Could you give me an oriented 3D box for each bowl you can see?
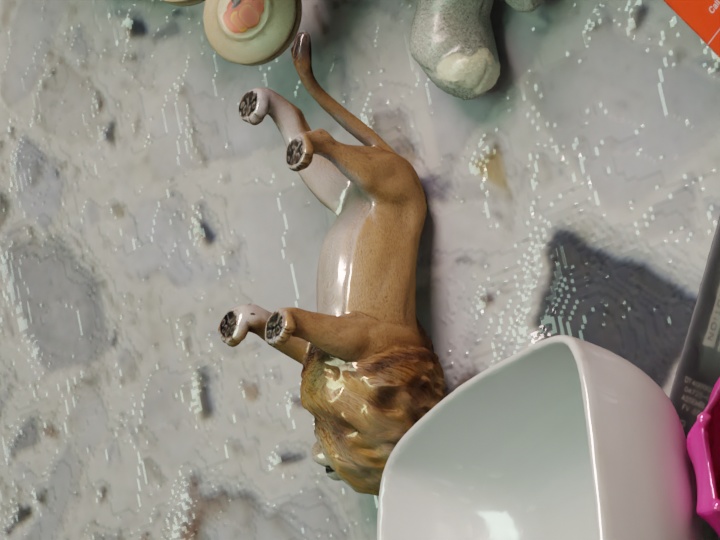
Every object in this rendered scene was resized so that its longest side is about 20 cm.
[{"bbox_3d":[0.080,0.145,1.198,0.200,0.074,0.201,-38,48,55],"label":"bowl"}]

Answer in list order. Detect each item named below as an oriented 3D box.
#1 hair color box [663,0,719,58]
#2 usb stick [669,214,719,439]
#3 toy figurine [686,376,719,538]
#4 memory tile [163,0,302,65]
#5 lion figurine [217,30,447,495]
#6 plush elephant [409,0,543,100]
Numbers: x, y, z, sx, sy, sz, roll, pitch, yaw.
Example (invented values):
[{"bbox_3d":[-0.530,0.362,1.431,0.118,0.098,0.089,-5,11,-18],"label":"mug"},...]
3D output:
[{"bbox_3d":[0.128,-0.177,1.151,0.200,0.111,0.064,46,128,13],"label":"hair color box"},{"bbox_3d":[0.172,-0.004,1.204,0.055,0.033,0.201,22,102,33],"label":"usb stick"},{"bbox_3d":[0.214,0.073,1.114,0.184,0.150,0.201,29,85,49],"label":"toy figurine"},{"bbox_3d":[-0.042,-0.211,1.369,0.153,0.017,0.200,43,101,24],"label":"memory tile"},{"bbox_3d":[0.000,0.000,1.324,0.072,0.122,0.201,-9,67,51],"label":"lion figurine"},{"bbox_3d":[0.030,-0.180,1.246,0.164,0.155,0.201,29,94,-7],"label":"plush elephant"}]
